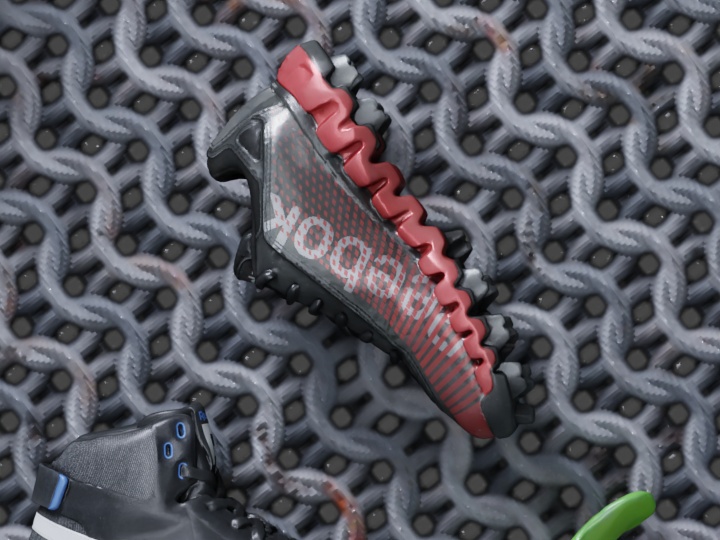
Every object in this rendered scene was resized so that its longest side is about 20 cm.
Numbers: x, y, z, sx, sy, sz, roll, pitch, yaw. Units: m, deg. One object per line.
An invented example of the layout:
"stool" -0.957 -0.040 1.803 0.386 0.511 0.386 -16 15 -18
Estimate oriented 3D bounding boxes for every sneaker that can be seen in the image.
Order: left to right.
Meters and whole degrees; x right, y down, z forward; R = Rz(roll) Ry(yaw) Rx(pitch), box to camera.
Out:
"sneaker" -0.055 0.118 1.350 0.199 0.073 0.112 5 91 6
"sneaker" 0.000 0.000 1.350 0.098 0.071 0.201 -33 85 3

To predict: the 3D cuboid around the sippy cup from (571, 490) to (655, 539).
"sippy cup" 0.172 0.178 1.311 0.130 0.140 0.178 -38 99 -8
